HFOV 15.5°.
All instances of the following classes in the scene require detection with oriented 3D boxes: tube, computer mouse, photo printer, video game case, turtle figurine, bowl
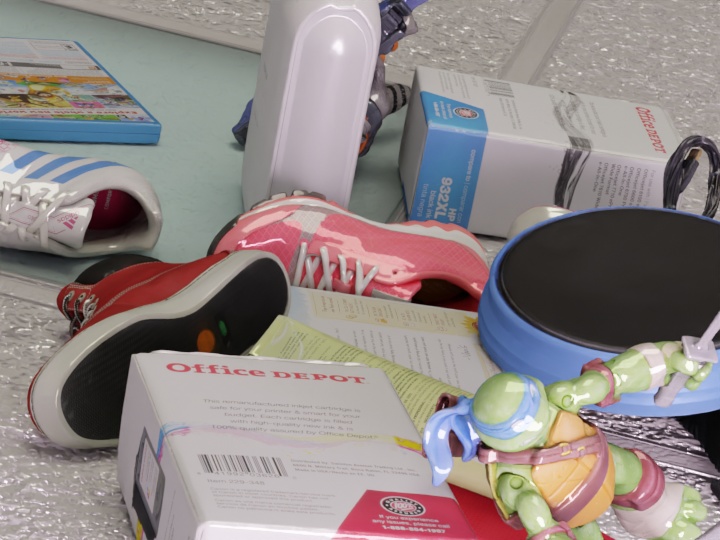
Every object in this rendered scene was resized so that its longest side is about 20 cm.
[{"bbox_3d":[0.019,0.081,1.502,0.199,0.052,0.058,19,8,22],"label":"tube"},{"bbox_3d":[0.182,-0.007,1.745,0.059,0.034,0.200,35,68,3],"label":"computer mouse"},{"bbox_3d":[-0.035,-0.126,1.857,0.069,0.201,0.166,8,21,-9],"label":"photo printer"},{"bbox_3d":[-0.255,-0.142,2.047,0.143,0.018,0.200,1,22,-27],"label":"video game case"},{"bbox_3d":[0.144,0.111,1.301,0.199,0.194,0.144,-20,56,9],"label":"turtle figurine"},{"bbox_3d":[0.173,0.020,1.629,0.200,0.039,0.201,0,30,0],"label":"bowl"}]

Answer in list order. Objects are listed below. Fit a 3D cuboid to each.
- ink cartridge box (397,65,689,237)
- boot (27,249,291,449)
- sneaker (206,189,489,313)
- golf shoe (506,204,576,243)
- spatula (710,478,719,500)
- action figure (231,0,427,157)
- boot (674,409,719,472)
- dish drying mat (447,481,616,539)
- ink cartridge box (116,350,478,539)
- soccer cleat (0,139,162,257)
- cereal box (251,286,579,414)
[{"bbox_3d":[0.135,-0.081,1.992,0.199,0.084,0.145,9,20,-6],"label":"ink cartridge box"},{"bbox_3d":[-0.154,0.045,1.557,0.144,0.073,0.200,1,24,39],"label":"boot"},{"bbox_3d":[0.000,0.000,1.724,0.199,0.074,0.087,4,23,-19],"label":"sneaker"},{"bbox_3d":[0.189,0.024,1.787,0.199,0.075,0.092,15,41,7],"label":"golf shoe"},{"bbox_3d":[0.247,0.161,1.499,0.056,0.021,0.200,2,22,-19],"label":"spatula"},{"bbox_3d":[0.008,-0.147,2.041,0.105,0.200,0.194,49,26,-12],"label":"action figure"},{"bbox_3d":[0.288,0.084,1.655,0.162,0.074,0.198,7,23,-13],"label":"boot"},{"bbox_3d":[0.070,0.138,1.474,0.200,0.018,0.077,26,26,33],"label":"dish drying mat"},{"bbox_3d":[-0.038,0.123,1.361,0.147,0.086,0.200,5,20,-16],"label":"ink cartridge box"},{"bbox_3d":[-0.223,-0.047,1.733,0.199,0.070,0.086,2,22,-23],"label":"soccer cleat"},{"bbox_3d":[0.025,0.061,1.620,0.199,0.040,0.144,8,22,-8],"label":"cereal box"}]
